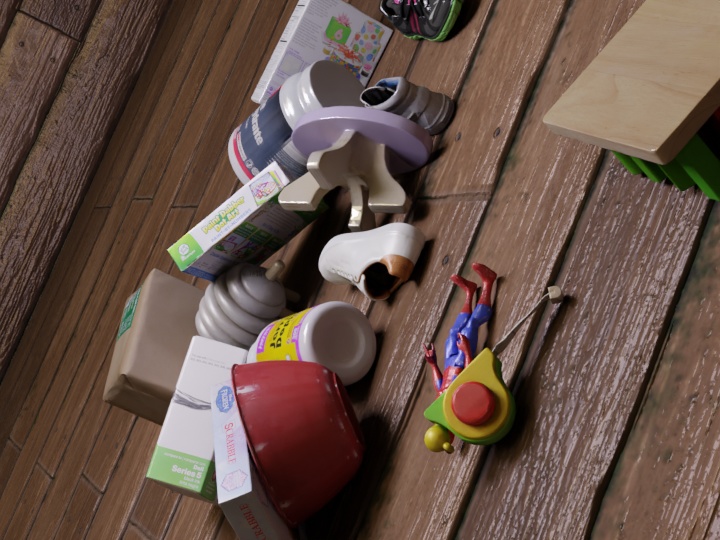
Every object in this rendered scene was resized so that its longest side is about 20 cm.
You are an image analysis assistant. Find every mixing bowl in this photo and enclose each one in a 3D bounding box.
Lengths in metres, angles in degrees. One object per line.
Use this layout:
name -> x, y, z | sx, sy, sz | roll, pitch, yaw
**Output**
mixing bowl -> -0.061, 0.179, 1.381 | 0.108, 0.201, 0.200 | -23, 32, 2

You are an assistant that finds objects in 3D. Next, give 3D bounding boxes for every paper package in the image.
paper package -> -0.273, 0.130, 1.826 | 0.103, 0.190, 0.201 | -39, 32, 43

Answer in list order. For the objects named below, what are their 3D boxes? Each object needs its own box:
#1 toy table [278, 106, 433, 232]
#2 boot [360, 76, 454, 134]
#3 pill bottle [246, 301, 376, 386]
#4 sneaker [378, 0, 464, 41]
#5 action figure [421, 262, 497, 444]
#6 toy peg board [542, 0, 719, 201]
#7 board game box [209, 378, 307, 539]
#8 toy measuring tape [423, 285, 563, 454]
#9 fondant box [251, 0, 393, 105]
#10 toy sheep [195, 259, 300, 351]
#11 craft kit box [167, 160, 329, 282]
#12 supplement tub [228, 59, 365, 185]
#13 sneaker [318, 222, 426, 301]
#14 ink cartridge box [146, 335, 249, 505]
toy table -> -0.012, -0.129, 1.581 | 0.199, 0.184, 0.118 | -4, 56, 38
boot -> 0.039, -0.221, 1.644 | 0.200, 0.095, 0.074 | -10, 57, 62
pill bottle -> -0.071, 0.106, 1.537 | 0.200, 0.104, 0.105 | -22, 47, 57
sneaker -> 0.083, -0.372, 1.719 | 0.200, 0.084, 0.077 | 6, 73, 65
action figure -> 0.102, 0.091, 1.271 | 0.065, 0.052, 0.201 | -27, 46, 49
toy peg board -> 0.300, -0.163, 1.083 | 0.199, 0.098, 0.200 | -48, 24, -3
board game box -> -0.111, 0.256, 1.377 | 0.041, 0.200, 0.200 | -21, 34, 4
toy measuring tape -> 0.141, 0.107, 1.169 | 0.200, 0.074, 0.074 | -45, 25, 0
fondant box -> -0.060, -0.321, 1.890 | 0.201, 0.144, 0.058 | -63, 22, 3
toy sheep -> -0.163, 0.057, 1.742 | 0.200, 0.138, 0.138 | -53, 26, 25
craft kit box -> -0.155, -0.061, 1.736 | 0.197, 0.049, 0.200 | -36, -14, 7
supplement tub -> -0.089, -0.204, 1.790 | 0.200, 0.140, 0.141 | -37, 35, 37
sneaker -> 0.000, 0.000, 1.534 | 0.200, 0.073, 0.085 | -21, 45, 56
ink cartridge box -> -0.205, 0.207, 1.652 | 0.146, 0.084, 0.201 | 66, -141, -71
